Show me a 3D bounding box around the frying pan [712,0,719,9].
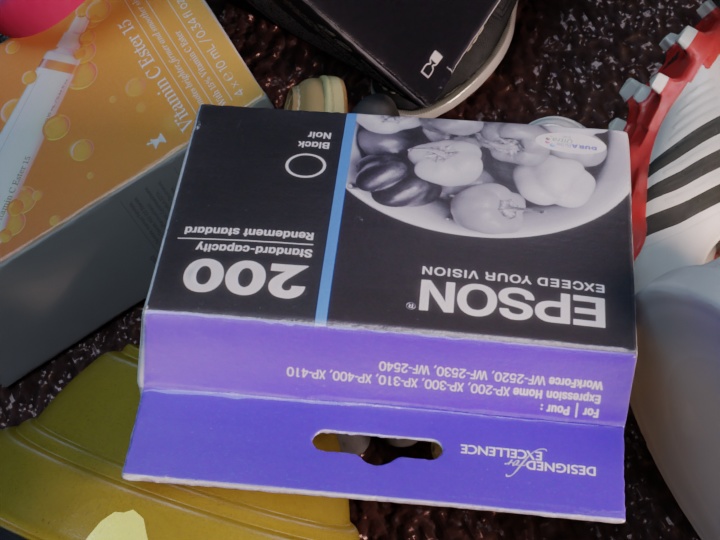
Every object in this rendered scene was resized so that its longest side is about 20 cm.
[{"bbox_3d":[0.223,-0.149,0.874,0.114,0.031,0.190,12,29,12],"label":"frying pan"}]

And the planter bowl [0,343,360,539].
[{"bbox_3d":[-0.071,0.084,0.772,0.199,0.200,0.084,18,87,23],"label":"planter bowl"}]

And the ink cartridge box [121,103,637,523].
[{"bbox_3d":[0.013,0.009,0.736,0.197,0.044,0.201,4,42,2],"label":"ink cartridge box"}]

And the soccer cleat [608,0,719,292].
[{"bbox_3d":[0.163,-0.050,0.873,0.085,0.069,0.201,34,55,-9],"label":"soccer cleat"}]

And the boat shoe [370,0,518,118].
[{"bbox_3d":[0.061,-0.172,0.962,0.075,0.060,0.201,21,71,23],"label":"boat shoe"}]

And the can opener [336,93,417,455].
[{"bbox_3d":[0.000,0.000,0.869,0.052,0.067,0.201,-13,47,13],"label":"can opener"}]

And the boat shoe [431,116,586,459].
[{"bbox_3d":[0.072,0.005,0.863,0.072,0.069,0.201,15,69,22],"label":"boat shoe"}]

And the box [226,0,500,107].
[{"bbox_3d":[0.001,-0.220,0.918,0.200,0.117,0.197,34,90,48],"label":"box"}]

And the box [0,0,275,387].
[{"bbox_3d":[-0.145,-0.055,0.937,0.199,0.098,0.125,-33,59,-2],"label":"box"}]

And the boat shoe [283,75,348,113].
[{"bbox_3d":[-0.053,0.000,0.859,0.062,0.073,0.201,15,91,-7],"label":"boat shoe"}]

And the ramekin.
[{"bbox_3d":[0.204,0.070,0.727,0.094,0.203,0.203,-31,59,-16],"label":"ramekin"}]

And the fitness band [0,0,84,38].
[{"bbox_3d":[-0.142,-0.213,0.928,0.143,0.037,0.201,16,75,53],"label":"fitness band"}]

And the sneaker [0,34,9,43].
[{"bbox_3d":[-0.137,-0.170,1.015,0.200,0.078,0.077,-42,73,-3],"label":"sneaker"}]

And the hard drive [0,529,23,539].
[{"bbox_3d":[-0.110,0.184,0.836,0.199,0.042,0.135,18,70,23],"label":"hard drive"}]
